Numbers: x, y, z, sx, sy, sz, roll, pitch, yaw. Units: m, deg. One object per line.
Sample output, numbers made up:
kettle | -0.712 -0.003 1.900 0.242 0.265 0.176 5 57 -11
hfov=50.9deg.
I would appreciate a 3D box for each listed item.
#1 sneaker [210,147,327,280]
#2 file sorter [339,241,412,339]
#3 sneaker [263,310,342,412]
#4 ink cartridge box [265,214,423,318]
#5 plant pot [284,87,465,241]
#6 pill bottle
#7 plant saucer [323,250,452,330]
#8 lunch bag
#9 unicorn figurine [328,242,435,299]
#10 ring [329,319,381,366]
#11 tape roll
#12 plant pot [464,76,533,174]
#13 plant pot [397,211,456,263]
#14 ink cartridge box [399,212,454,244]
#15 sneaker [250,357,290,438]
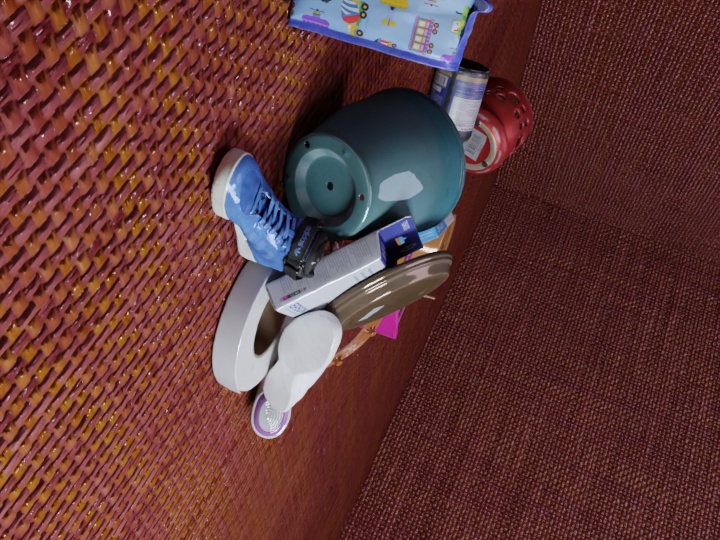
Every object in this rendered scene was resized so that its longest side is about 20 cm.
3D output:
sneaker | -0.089 -0.053 0.825 0.201 0.110 0.077 85 29 -63
file sorter | 0.020 0.007 1.348 0.201 0.137 0.127 88 23 -61
sneaker | -0.067 0.111 1.042 0.088 0.075 0.201 -29 161 -44
ink cartridge box | -0.007 0.008 0.997 0.198 0.044 0.196 -25 167 5
plant pot | 0.007 -0.124 0.983 0.187 0.199 0.202 -28 139 -51
pill bottle | 0.192 -0.338 1.592 0.112 0.111 0.202 -46 155 -61
plant saucer | 0.040 0.032 1.033 0.198 0.030 0.200 -25 169 -5
lunch bag | 0.043 -0.304 0.783 0.094 0.198 0.152 -43 152 -62
unicorn figurine | 0.000 0.000 1.179 0.074 0.197 0.139 -143 -142 -71
ring | -0.042 0.119 1.273 0.199 0.019 0.201 -29 153 -16
tape roll | -0.131 0.060 1.002 0.203 0.037 0.205 22 89 -78
plant pot | 0.305 -0.356 1.885 0.182 0.199 0.202 -44 154 -42
plant pot | 0.117 -0.080 1.619 0.200 0.138 0.202 22 90 -77
ink cartridge box | 0.075 -0.150 1.231 0.202 0.067 0.115 66 25 -10
sneaker | -0.121 0.150 1.162 0.100 0.074 0.202 172 -60 -82
